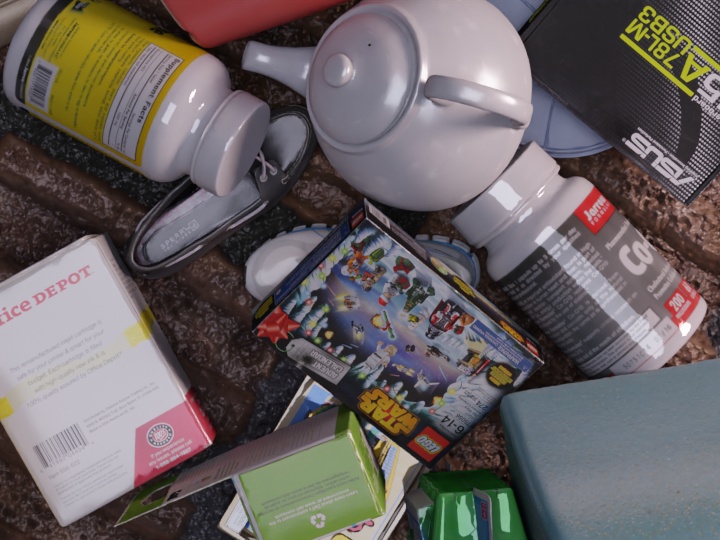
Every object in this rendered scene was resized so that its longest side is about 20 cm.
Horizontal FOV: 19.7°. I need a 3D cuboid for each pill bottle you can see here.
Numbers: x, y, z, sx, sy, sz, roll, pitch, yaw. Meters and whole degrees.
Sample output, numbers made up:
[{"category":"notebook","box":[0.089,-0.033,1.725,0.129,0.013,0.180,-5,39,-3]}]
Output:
[{"category":"pill bottle","box":[0.177,-0.003,1.697,0.114,0.114,0.200,-44,93,3]},{"category":"pill bottle","box":[-0.178,-0.142,1.675,0.200,0.112,0.113,29,94,11]}]

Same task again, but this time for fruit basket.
[{"category":"fruit basket","box":[0.083,0.265,1.681,0.093,0.185,0.201,2,94,-7]}]

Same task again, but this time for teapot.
[{"category":"teapot","box":[0.031,-0.143,1.636,0.200,0.146,0.198,-38,59,28]}]

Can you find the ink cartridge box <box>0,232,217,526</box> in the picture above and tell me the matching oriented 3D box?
[{"category":"ink cartridge box","box":[-0.230,0.087,1.723,0.145,0.083,0.200,-28,94,3]}]

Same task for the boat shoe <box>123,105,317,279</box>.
[{"category":"boat shoe","box":[-0.114,-0.062,1.725,0.200,0.057,0.067,-40,92,3]}]

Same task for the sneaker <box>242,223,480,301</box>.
[{"category":"sneaker","box":[0.000,0.000,1.714,0.199,0.087,0.075,-2,95,2]}]

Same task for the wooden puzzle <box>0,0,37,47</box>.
[{"category":"wooden puzzle","box":[-0.306,-0.293,1.726,0.185,0.037,0.200,-23,98,2]}]

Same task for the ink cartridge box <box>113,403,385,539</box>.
[{"category":"ink cartridge box","box":[-0.085,0.185,1.671,0.199,0.148,0.076,-23,95,3]}]

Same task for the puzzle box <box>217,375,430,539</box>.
[{"category":"puzzle box","box":[-0.015,0.166,1.755,0.133,0.025,0.200,30,94,-2]}]

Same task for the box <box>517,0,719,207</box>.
[{"category":"box","box":[0.251,-0.185,1.663,0.200,0.048,0.193,39,108,-7]}]

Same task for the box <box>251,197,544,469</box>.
[{"category":"box","box":[0.030,0.054,1.670,0.200,0.040,0.137,38,110,-20]}]

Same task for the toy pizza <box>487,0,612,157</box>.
[{"category":"toy pizza","box":[0.169,-0.194,1.725,0.199,0.032,0.201,0,95,-1]}]

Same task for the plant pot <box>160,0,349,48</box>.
[{"category":"plant pot","box":[-0.082,-0.280,1.653,0.177,0.200,0.201,-29,93,11]}]

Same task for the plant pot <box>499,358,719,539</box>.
[{"category":"plant pot","box":[0.228,0.218,1.631,0.196,0.200,0.196,-10,129,1]}]
